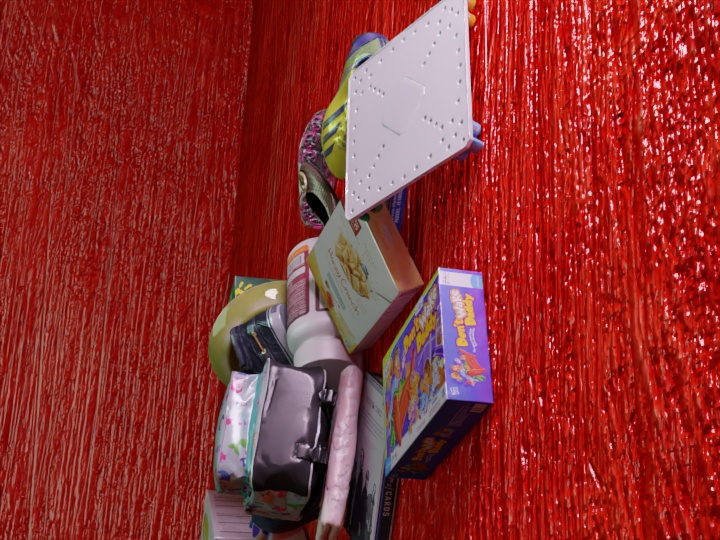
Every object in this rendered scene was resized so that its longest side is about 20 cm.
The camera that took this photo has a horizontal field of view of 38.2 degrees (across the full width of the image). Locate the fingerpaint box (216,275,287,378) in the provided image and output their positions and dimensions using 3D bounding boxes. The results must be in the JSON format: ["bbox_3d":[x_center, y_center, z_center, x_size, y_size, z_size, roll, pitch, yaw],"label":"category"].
[{"bbox_3d":[-0.130,0.096,1.634,0.200,0.166,0.073,112,159,-52],"label":"fingerpaint box"}]

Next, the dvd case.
[{"bbox_3d":[0.017,0.233,1.234,0.150,0.025,0.201,-153,70,-77],"label":"dvd case"}]

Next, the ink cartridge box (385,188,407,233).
[{"bbox_3d":[0.037,-0.146,1.313,0.200,0.043,0.197,-158,76,-74],"label":"ink cartridge box"}]

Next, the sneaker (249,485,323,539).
[{"bbox_3d":[-0.133,0.332,1.474,0.081,0.200,0.147,32,102,35],"label":"sneaker"}]

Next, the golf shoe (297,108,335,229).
[{"bbox_3d":[-0.073,-0.170,1.741,0.092,0.072,0.201,-150,67,-78],"label":"golf shoe"}]

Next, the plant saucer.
[{"bbox_3d":[-0.121,0.111,1.523,0.031,0.200,0.200,-126,44,-58],"label":"plant saucer"}]

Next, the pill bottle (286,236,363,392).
[{"bbox_3d":[-0.046,0.061,1.409,0.110,0.109,0.200,112,160,-49],"label":"pill bottle"}]

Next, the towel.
[{"bbox_3d":[-0.027,0.245,1.317,0.191,0.032,0.200,100,177,-63],"label":"towel"}]

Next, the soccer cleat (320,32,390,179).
[{"bbox_3d":[-0.003,-0.195,1.287,0.084,0.065,0.200,-114,33,-51],"label":"soccer cleat"}]

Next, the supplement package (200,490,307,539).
[{"bbox_3d":[-0.180,0.467,1.690,0.200,0.150,0.152,-140,58,-75],"label":"supplement package"}]

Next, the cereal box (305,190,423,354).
[{"bbox_3d":[0.000,0.000,1.261,0.144,0.039,0.200,64,154,17],"label":"cereal box"}]

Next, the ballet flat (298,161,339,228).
[{"bbox_3d":[-0.040,-0.059,1.394,0.200,0.046,0.067,61,169,17],"label":"ballet flat"}]

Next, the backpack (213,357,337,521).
[{"bbox_3d":[-0.107,0.220,1.304,0.200,0.150,0.178,91,-175,-63],"label":"backpack"}]

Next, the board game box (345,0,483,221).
[{"bbox_3d":[0.054,-0.173,1.119,0.200,0.026,0.200,-30,51,45],"label":"board game box"}]

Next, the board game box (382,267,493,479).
[{"bbox_3d":[0.070,0.107,1.018,0.200,0.045,0.135,116,157,-56],"label":"board game box"}]

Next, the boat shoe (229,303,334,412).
[{"bbox_3d":[-0.103,0.148,1.467,0.201,0.091,0.071,62,-160,-11],"label":"boat shoe"}]
